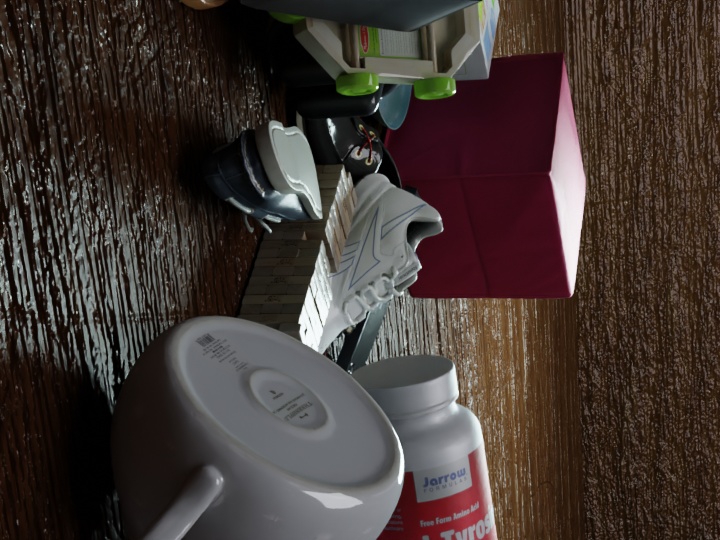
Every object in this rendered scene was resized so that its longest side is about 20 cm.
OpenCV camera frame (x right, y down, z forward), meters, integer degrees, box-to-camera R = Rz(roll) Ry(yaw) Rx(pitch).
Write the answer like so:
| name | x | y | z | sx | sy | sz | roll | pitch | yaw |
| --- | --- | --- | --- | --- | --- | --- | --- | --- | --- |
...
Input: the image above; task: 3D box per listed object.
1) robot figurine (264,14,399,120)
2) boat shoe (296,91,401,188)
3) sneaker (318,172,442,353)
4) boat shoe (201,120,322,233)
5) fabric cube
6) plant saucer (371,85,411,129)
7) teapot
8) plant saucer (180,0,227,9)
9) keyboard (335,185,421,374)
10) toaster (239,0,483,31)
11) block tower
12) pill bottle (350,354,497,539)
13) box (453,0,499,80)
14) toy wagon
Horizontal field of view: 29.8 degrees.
| name | x | y | z | sx | sy | sz | roll | pitch | yaw |
| --- | --- | --- | --- | --- | --- | --- | --- | --- | --- |
| robot figurine | -0.009 | -0.220 | 1.127 | 0.150 | 0.125 | 0.200 | 129 | -24 | -54 |
| boat shoe | -0.010 | -0.115 | 1.248 | 0.201 | 0.063 | 0.074 | 57 | 39 | -60 |
| sneaker | 0.000 | 0.000 | 1.182 | 0.200 | 0.087 | 0.075 | -58 | 154 | -24 |
| boat shoe | -0.070 | -0.067 | 1.022 | 0.200 | 0.062 | 0.075 | -15 | 88 | -83 |
| fabric cube | 0.141 | -0.104 | 1.533 | 0.199 | 0.200 | 0.196 | 69 | 26 | -47 |
| plant saucer | 0.021 | -0.248 | 1.420 | 0.200 | 0.027 | 0.200 | 0 | 90 | -75 |
| teapot | -0.080 | 0.135 | 0.840 | 0.146 | 0.200 | 0.197 | -57 | -144 | 21 |
| plant saucer | -0.106 | -0.286 | 0.949 | 0.200 | 0.037 | 0.200 | 0 | 90 | -74 |
| keyboard | 0.013 | 0.013 | 1.294 | 0.127 | 0.021 | 0.200 | 49 | 61 | -75 |
| toaster | 0.010 | -0.274 | 0.947 | 0.119 | 0.200 | 0.181 | -11 | -102 | 63 |
| block tower | -0.051 | -0.007 | 1.111 | 0.054 | 0.058 | 0.200 | 74 | 20 | -44 |
| pill bottle | 0.047 | 0.174 | 1.077 | 0.112 | 0.112 | 0.200 | -44 | 127 | -69 |
| box | 0.073 | -0.301 | 1.370 | 0.200 | 0.101 | 0.113 | 70 | 25 | -50 |
| toy wagon | 0.001 | -0.210 | 1.026 | 0.040 | 0.200 | 0.155 | -13 | -100 | 61 |
